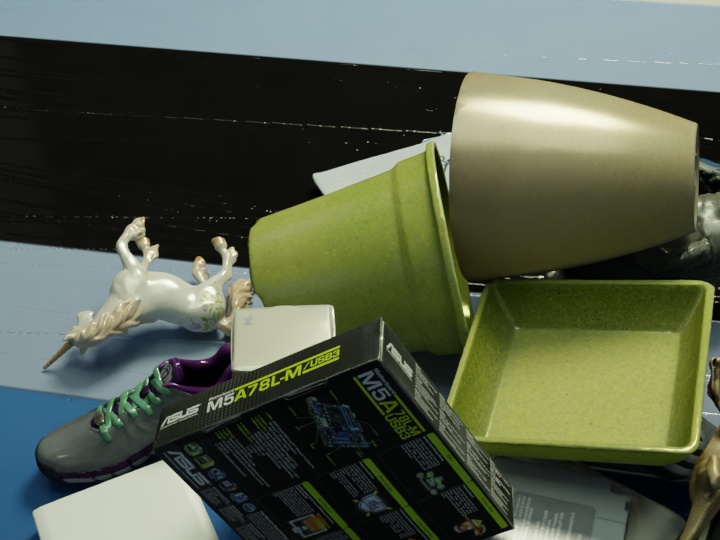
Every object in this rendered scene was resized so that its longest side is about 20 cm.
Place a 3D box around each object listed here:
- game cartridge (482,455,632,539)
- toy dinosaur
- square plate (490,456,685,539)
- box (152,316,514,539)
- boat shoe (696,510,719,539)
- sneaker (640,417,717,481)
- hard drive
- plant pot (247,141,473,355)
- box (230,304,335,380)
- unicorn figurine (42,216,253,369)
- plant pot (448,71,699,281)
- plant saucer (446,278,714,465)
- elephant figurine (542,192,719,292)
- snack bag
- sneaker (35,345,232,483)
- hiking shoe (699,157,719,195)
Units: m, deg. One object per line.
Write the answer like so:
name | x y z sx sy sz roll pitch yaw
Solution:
game cartridge | 0.124 0.230 0.914 0.132 0.041 0.201 13 44 13
toy dinosaur | 0.266 0.153 0.906 0.058 0.101 0.201 30 64 -5
square plate | 0.129 0.209 0.985 0.197 0.029 0.200 27 50 31
box | -0.016 0.144 0.890 0.192 0.200 0.048 -25 34 21
boat shoe | 0.268 0.232 0.914 0.062 0.074 0.202 18 47 18
sneaker | 0.234 0.123 1.067 0.087 0.075 0.200 9 19 -41
hard drive | -0.170 0.244 0.965 0.131 0.027 0.200 -19 44 -17
plant pot | 0.000 0.000 1.127 0.182 0.202 0.202 -11 40 7
box | -0.055 0.123 0.961 0.081 0.202 0.069 -4 41 -1
unicorn figurine | -0.198 0.022 1.179 0.197 0.074 0.139 3 52 -1
plant pot | 0.194 -0.081 1.082 0.198 0.189 0.188 2 40 18
plant saucer | 0.181 0.087 1.000 0.197 0.048 0.201 0 38 20
elephant figurine | 0.299 -0.029 1.159 0.141 0.157 0.199 -10 27 -43
snack bag | 0.059 -0.068 1.312 0.187 0.022 0.200 -18 44 -17
sneaker | -0.186 0.113 1.057 0.198 0.088 0.075 -17 43 -16
hiking shoe | 0.403 -0.071 1.265 0.198 0.075 0.087 26 40 16
